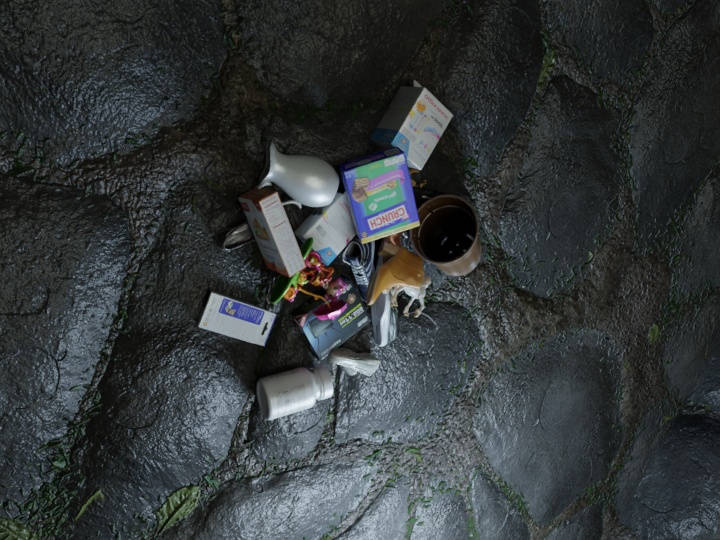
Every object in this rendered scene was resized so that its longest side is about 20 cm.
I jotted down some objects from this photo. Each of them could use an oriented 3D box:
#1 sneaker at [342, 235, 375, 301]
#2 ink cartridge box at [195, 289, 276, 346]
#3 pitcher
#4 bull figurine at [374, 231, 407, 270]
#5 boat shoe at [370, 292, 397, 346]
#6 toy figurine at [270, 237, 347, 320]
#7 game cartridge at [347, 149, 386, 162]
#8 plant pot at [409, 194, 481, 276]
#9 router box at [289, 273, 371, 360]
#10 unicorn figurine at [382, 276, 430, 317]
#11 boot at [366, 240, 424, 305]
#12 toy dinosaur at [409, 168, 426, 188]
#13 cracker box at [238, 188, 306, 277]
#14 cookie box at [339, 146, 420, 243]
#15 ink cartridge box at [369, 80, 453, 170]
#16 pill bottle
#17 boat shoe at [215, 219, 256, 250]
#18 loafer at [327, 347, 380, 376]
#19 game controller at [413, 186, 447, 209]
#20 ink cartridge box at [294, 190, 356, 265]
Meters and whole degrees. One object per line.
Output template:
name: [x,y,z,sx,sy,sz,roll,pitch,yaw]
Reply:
sneaker: [0.000,0.000,1.750,0.108,0.068,0.205,-31,119,-63]
ink cartridge box: [-0.325,0.126,1.647,0.197,0.037,0.097,22,92,-30]
pitcher: [-0.167,-0.216,1.598,0.196,0.122,0.174,18,109,-22]
bull figurine: [0.094,-0.052,1.820,0.119,0.065,0.205,-4,112,-36]
boat shoe: [0.075,0.126,1.866,0.070,0.072,0.204,-17,123,-32]
toy figurine: [-0.109,0.043,1.647,0.182,0.151,0.202,32,104,-18]
game cartridge: [0.052,-0.223,1.721,0.130,0.041,0.204,-9,115,16]
plant pot: [0.261,-0.085,1.813,0.202,0.198,0.198,-56,153,-4]
router box: [-0.082,0.132,1.772,0.198,0.062,0.152,-36,120,-16]
unicorn figurine: [0.149,0.060,1.827,0.200,0.073,0.140,40,65,-47]
boot: [0.102,0.026,1.727,0.142,0.071,0.205,24,64,-13]
toy dinosaur: [0.133,-0.237,1.790,0.196,0.060,0.109,3,104,-30]
cracker box: [-0.216,-0.094,1.529,0.057,0.133,0.204,-30,114,-24]
cookie box: [0.051,-0.195,1.635,0.167,0.075,0.204,-17,115,-3]
ink cartridge box: [0.144,-0.401,1.708,0.127,0.125,0.203,32,88,-32]
pill bottle: [-0.181,0.334,1.744,0.196,0.114,0.117,-11,110,-27]
boat shoe: [-0.274,-0.102,1.595,0.197,0.057,0.068,-29,117,-20]
loafer: [-0.023,0.275,1.837,0.197,0.070,0.071,19,102,-41]
game controller: [0.170,-0.191,1.815,0.196,0.042,0.106,4,123,-37]
ink cartridge box: [-0.068,-0.131,1.699,0.200,0.068,0.115,-47,121,-9]
